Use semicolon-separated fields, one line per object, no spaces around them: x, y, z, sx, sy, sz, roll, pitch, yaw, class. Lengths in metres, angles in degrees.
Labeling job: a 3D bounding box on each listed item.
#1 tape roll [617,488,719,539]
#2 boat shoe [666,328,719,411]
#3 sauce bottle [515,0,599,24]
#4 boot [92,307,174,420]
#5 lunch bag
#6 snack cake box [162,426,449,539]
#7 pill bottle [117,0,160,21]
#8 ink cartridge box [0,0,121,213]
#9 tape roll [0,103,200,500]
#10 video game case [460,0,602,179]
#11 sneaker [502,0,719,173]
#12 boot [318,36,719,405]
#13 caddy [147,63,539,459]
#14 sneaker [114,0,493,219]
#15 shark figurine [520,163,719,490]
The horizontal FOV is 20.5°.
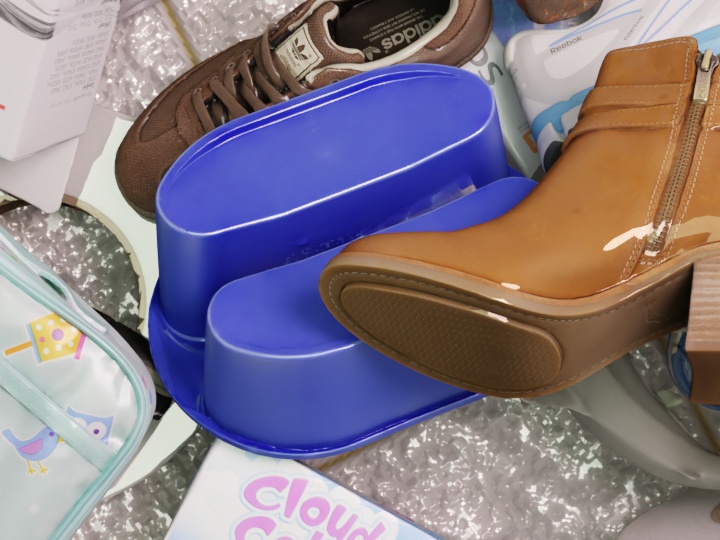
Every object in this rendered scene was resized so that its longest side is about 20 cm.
0.214;0.115;0.892;0.201;0.203;0.037;-17;92;-3;tape roll
0.208;-0.027;0.968;0.072;0.072;0.201;36;92;-3;boat shoe
0.053;-0.207;0.922;0.066;0.066;0.201;-30;69;-3;sauce bottle
-0.196;0.074;0.919;0.202;0.073;0.155;20;92;-1;boot
-0.194;0.044;0.842;0.200;0.077;0.161;40;94;-4;lunch bag
0.008;0.146;0.934;0.199;0.115;0.068;29;87;-1;snack cake box
-0.139;-0.229;0.946;0.113;0.113;0.201;-35;88;-3;pill bottle
-0.170;-0.129;0.884;0.115;0.068;0.202;25;112;15;ink cartridge box
-0.156;0.016;0.973;0.201;0.037;0.205;0;88;-1;tape roll
0.107;-0.173;0.986;0.199;0.045;0.182;-37;90;-3;video game case
0.157;-0.117;0.933;0.198;0.075;0.087;-21;62;-15;sneaker
0.091;-0.032;0.799;0.198;0.077;0.156;3;57;12;boot
0.000;0.000;0.886;0.198;0.105;0.142;-20;60;-10;caddy
-0.033;-0.095;0.921;0.199;0.076;0.071;-30;74;1;sneaker
0.117;0.057;0.911;0.215;0.089;0.129;47;123;30;shark figurine
